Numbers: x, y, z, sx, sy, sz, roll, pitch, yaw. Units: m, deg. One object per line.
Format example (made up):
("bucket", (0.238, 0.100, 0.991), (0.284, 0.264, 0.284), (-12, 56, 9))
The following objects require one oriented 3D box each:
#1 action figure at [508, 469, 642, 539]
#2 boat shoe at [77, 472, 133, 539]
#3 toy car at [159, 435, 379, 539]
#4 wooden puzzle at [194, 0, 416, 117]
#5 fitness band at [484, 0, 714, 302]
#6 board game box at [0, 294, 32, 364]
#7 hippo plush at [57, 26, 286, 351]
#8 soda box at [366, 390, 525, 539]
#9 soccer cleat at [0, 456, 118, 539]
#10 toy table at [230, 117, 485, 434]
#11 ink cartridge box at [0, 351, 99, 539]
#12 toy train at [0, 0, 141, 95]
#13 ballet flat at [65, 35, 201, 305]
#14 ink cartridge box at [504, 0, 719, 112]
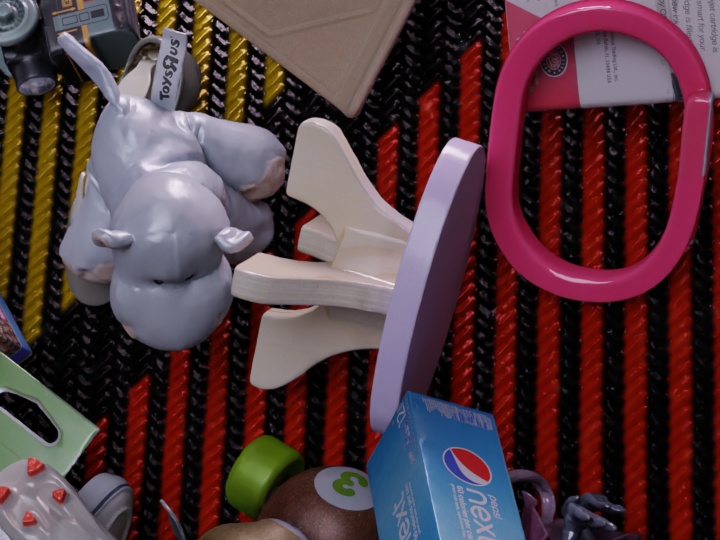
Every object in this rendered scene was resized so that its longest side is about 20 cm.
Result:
("action figure", (0.101, 0.234, 1.247), (0.149, 0.134, 0.201), (23, 97, 44))
("boat shoe", (-0.181, 0.240, 1.358), (0.086, 0.075, 0.202), (22, 84, 22))
("toy car", (-0.052, 0.183, 1.266), (0.164, 0.200, 0.158), (29, 84, 23))
("wooden puzzle", (-0.028, -0.236, 1.450), (0.200, 0.037, 0.185), (40, 116, 25))
("fitness band", (0.154, -0.077, 1.321), (0.143, 0.037, 0.201), (11, 113, 14))
("board game box", (-0.342, -0.001, 1.413), (0.097, 0.200, 0.160), (-35, 66, 5))
("hippo plush", (-0.111, -0.038, 1.347), (0.159, 0.201, 0.161), (-5, 31, -18))
("soda box", (0.055, 0.165, 1.226), (0.200, 0.064, 0.068), (-100, 33, -54))
("soccer cleat", (-0.165, 0.201, 1.283), (0.069, 0.078, 0.200), (-34, 63, -15))
("toy table", (0.000, 0.000, 1.330), (0.117, 0.184, 0.201), (16, 95, 13))
("ink cartridge box", (-0.266, 0.168, 1.414), (0.104, 0.059, 0.200), (35, 86, 23))
("toy train", (-0.230, -0.227, 1.519), (0.114, 0.085, 0.201), (-13, 68, 0))
("ballet flat", (-0.173, -0.075, 1.459), (0.067, 0.064, 0.201), (16, 79, 21))
("ink cartridge box", (0.198, -0.187, 1.338), (0.199, 0.084, 0.145), (-3, 102, 16))
